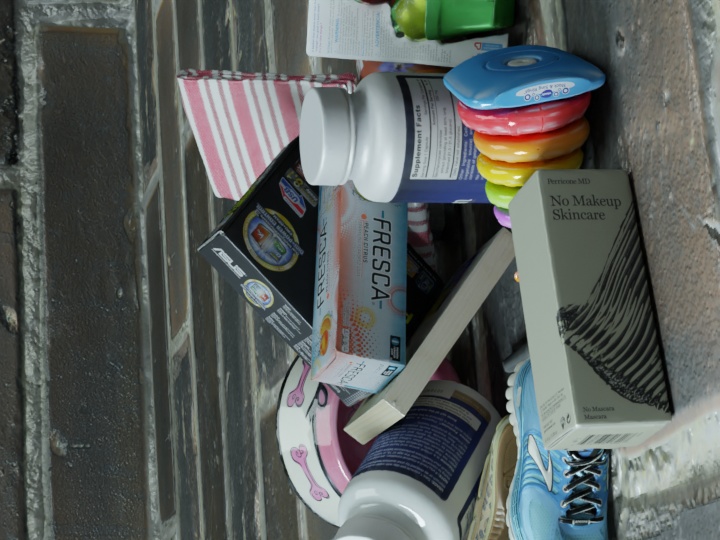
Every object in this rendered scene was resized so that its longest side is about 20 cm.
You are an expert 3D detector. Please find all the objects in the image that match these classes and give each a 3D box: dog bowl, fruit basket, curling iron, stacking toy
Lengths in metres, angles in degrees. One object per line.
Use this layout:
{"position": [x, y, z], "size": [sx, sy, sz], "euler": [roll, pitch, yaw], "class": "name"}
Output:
{"position": [0.021, 0.147, 1.582], "size": [0.073, 0.198, 0.203], "euler": [-11, 79, 54], "class": "dog bowl"}
{"position": [0.046, -0.279, 1.492], "size": [0.198, 0.093, 0.188], "euler": [8, 102, 29], "class": "fruit basket"}
{"position": [0.155, 0.056, 1.393], "size": [0.200, 0.025, 0.050], "euler": [118, 169, -68], "class": "curling iron"}
{"position": [0.138, -0.071, 1.340], "size": [0.110, 0.115, 0.202], "euler": [-124, 26, -67], "class": "stacking toy"}

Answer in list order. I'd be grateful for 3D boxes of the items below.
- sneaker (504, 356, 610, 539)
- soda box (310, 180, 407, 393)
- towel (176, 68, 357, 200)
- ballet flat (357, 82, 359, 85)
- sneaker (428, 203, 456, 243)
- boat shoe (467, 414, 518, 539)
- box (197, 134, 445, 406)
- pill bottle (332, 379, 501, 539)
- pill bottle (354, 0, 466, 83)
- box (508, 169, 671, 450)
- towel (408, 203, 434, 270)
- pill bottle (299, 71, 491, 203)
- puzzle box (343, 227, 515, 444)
{"position": [0.159, 0.152, 1.287], "size": [0.090, 0.077, 0.202], "euler": [130, 137, -61], "class": "sneaker"}
{"position": [0.000, 0.000, 1.453], "size": [0.064, 0.068, 0.202], "euler": [132, 146, -56], "class": "soda box"}
{"position": [-0.079, -0.130, 1.634], "size": [0.030, 0.198, 0.148], "euler": [-53, -41, -45], "class": "towel"}
{"position": [0.011, -0.149, 1.801], "size": [0.068, 0.066, 0.202], "euler": [-85, 6, -54], "class": "ballet flat"}
{"position": [0.045, -0.064, 1.690], "size": [0.200, 0.074, 0.088], "euler": [146, 127, -70], "class": "sneaker"}
{"position": [0.129, 0.224, 1.417], "size": [0.063, 0.072, 0.203], "euler": [-168, 89, -80], "class": "boat shoe"}
{"position": [-0.031, -0.003, 1.510], "size": [0.044, 0.200, 0.161], "euler": [-33, 14, 46], "class": "box"}
{"position": [0.047, 0.197, 1.452], "size": [0.200, 0.110, 0.112], "euler": [-54, -16, -47], "class": "pill bottle"}
{"position": [0.047, -0.213, 1.598], "size": [0.113, 0.111, 0.202], "euler": [111, 153, -51], "class": "pill bottle"}
{"position": [0.169, 0.028, 1.240], "size": [0.068, 0.081, 0.202], "euler": [125, 140, -64], "class": "box"}
{"position": [0.007, -0.022, 1.623], "size": [0.030, 0.145, 0.202], "euler": [-57, -34, -45], "class": "towel"}
{"position": [0.052, -0.114, 1.426], "size": [0.111, 0.197, 0.113], "euler": [180, 90, -74], "class": "pill bottle"}
{"position": [0.065, 0.060, 1.485], "size": [0.201, 0.025, 0.133], "euler": [-53, 2, -22], "class": "puzzle box"}
